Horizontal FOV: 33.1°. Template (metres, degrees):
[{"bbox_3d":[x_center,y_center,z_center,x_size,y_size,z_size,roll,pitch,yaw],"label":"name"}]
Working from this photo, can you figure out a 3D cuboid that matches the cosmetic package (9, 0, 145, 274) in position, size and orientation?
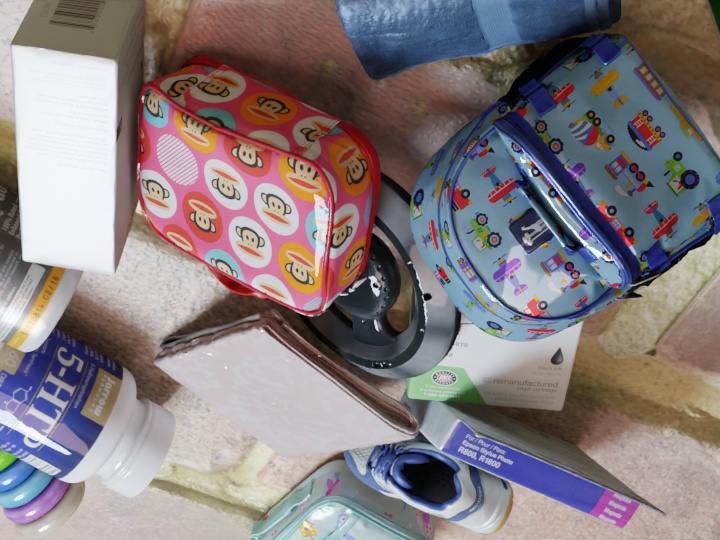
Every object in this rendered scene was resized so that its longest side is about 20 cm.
[{"bbox_3d":[-0.215,-0.110,0.936,0.080,0.114,0.202,7,132,-2],"label":"cosmetic package"}]

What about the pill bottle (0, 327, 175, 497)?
[{"bbox_3d":[-0.278,0.127,1.132,0.199,0.121,0.120,33,125,-22],"label":"pill bottle"}]

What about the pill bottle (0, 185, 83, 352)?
[{"bbox_3d":[-0.336,-0.025,1.011,0.199,0.117,0.116,30,126,-21],"label":"pill bottle"}]

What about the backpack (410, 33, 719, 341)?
[{"bbox_3d":[0.140,-0.049,0.873,0.199,0.135,0.184,-35,92,-1],"label":"backpack"}]

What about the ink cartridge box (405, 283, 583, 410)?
[{"bbox_3d":[0.117,0.016,1.032,0.144,0.085,0.202,4,131,0],"label":"ink cartridge box"}]

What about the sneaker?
[{"bbox_3d":[0.048,0.179,1.130,0.198,0.076,0.088,13,168,43],"label":"sneaker"}]

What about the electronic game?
[{"bbox_3d":[0.000,0.000,1.001,0.198,0.041,0.202,25,132,30],"label":"electronic game"}]

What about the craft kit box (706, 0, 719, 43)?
[{"bbox_3d":[0.326,-0.086,0.857,0.048,0.201,0.197,-33,120,28],"label":"craft kit box"}]

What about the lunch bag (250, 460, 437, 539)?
[{"bbox_3d":[-0.028,0.293,1.281,0.159,0.078,0.200,30,126,-20],"label":"lunch bag"}]

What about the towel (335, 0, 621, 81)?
[{"bbox_3d":[0.083,-0.190,0.858,0.197,0.049,0.112,-8,163,12],"label":"towel"}]

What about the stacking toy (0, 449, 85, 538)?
[{"bbox_3d":[-0.365,0.174,1.210,0.084,0.086,0.201,-22,121,21],"label":"stacking toy"}]

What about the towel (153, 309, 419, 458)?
[{"bbox_3d":[-0.072,0.110,1.116,0.191,0.033,0.199,40,147,-25],"label":"towel"}]

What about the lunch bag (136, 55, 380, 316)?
[{"bbox_3d":[-0.084,-0.054,0.944,0.198,0.082,0.178,28,133,22],"label":"lunch bag"}]

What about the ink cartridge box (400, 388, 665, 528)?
[{"bbox_3d":[0.147,0.170,1.097,0.194,0.200,0.044,25,94,-15],"label":"ink cartridge box"}]
